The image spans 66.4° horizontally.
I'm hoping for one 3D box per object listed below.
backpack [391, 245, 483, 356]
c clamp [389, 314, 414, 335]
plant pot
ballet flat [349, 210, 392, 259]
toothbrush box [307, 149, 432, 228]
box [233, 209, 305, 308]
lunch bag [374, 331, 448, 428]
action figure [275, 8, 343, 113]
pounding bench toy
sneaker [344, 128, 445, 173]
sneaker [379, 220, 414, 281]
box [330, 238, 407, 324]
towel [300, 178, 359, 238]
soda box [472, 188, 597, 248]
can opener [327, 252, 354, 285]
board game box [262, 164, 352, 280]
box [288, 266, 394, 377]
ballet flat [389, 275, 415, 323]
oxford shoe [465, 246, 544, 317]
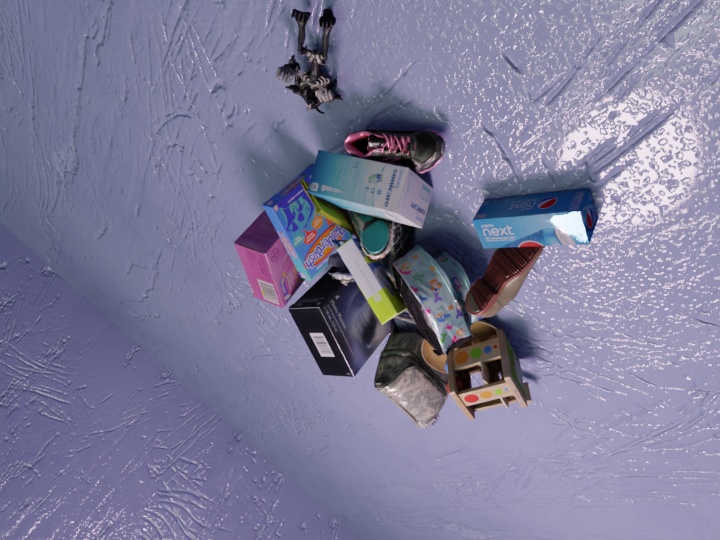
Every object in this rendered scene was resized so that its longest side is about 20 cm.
[{"bbox_3d":[0.153,0.047,1.133,0.202,0.149,0.178,53,-178,-25],"label":"backpack"},{"bbox_3d":[0.118,0.140,1.405,0.196,0.027,0.174,18,140,28],"label":"c clamp"},{"bbox_3d":[0.238,0.172,1.275,0.193,0.028,0.203,2,135,1],"label":"plant pot"},{"bbox_3d":[0.028,-0.077,1.135,0.074,0.202,0.065,-24,130,5],"label":"ballet flat"},{"bbox_3d":[0.021,-0.154,1.052,0.196,0.088,0.145,18,-179,28],"label":"toothbrush box"},{"bbox_3d":[-0.183,-0.052,1.307,0.094,0.201,0.179,16,140,25],"label":"box"},{"bbox_3d":[0.134,0.281,1.404,0.200,0.170,0.138,44,151,-25],"label":"lunch bag"},{"bbox_3d":[-0.090,-0.351,0.978,0.116,0.104,0.203,16,140,9],"label":"action figure"},{"bbox_3d":[0.290,0.261,1.251,0.153,0.126,0.201,-20,130,22],"label":"pounding bench toy"},{"bbox_3d":[0.055,-0.220,0.985,0.195,0.094,0.082,9,96,33],"label":"sneaker"},{"bbox_3d":[0.063,-0.061,1.189,0.085,0.077,0.204,28,142,28],"label":"sneaker"},{"bbox_3d":[0.021,0.009,1.154,0.047,0.122,0.203,-33,83,14],"label":"box"},{"bbox_3d":[-0.059,-0.125,1.149,0.087,0.018,0.199,57,-167,23],"label":"towel"},{"bbox_3d":[0.300,-0.087,0.957,0.196,0.065,0.069,0,131,43],"label":"soda box"},{"bbox_3d":[0.000,0.000,1.247,0.052,0.198,0.069,11,93,34],"label":"can opener"},{"bbox_3d":[-0.111,-0.104,1.223,0.044,0.152,0.203,18,143,46],"label":"board game box"},{"bbox_3d":[-0.040,0.115,1.349,0.121,0.198,0.204,-6,119,42],"label":"box"},{"bbox_3d":[0.137,0.087,1.282,0.202,0.067,0.075,55,-176,-19],"label":"ballet flat"},{"bbox_3d":[0.281,0.006,1.040,0.074,0.071,0.201,18,120,-42],"label":"oxford shoe"}]
